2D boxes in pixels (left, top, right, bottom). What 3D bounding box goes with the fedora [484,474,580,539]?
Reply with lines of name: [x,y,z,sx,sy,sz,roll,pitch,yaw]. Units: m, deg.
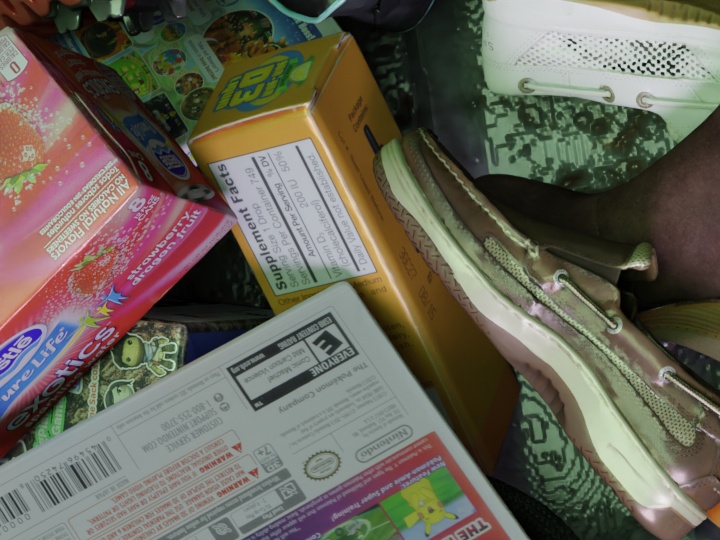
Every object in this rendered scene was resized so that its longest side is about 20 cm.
fedora: [0.023,0.182,1.210,0.200,0.092,0.201,1,63,-2]

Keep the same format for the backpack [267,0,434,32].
backpack: [-0.023,-0.218,1.285,0.200,0.153,0.176,33,107,17]

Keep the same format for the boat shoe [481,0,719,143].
boat shoe: [0.149,-0.088,1.268,0.200,0.071,0.069,11,117,14]

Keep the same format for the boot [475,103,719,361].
boot: [0.147,-0.043,1.234,0.200,0.072,0.167,23,126,7]

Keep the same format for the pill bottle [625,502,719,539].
pill bottle: [0.137,0.180,1.248,0.106,0.106,0.200,31,101,19]

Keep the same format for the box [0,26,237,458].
box: [-0.162,0.008,1.200,0.200,0.100,0.096,-44,70,10]

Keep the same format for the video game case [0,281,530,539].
video game case: [-0.041,0.121,1.173,0.200,0.023,0.182,-28,67,-18]

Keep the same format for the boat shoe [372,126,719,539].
boat shoe: [0.091,0.012,1.211,0.075,0.075,0.202,-40,85,8]

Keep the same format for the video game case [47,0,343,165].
video game case: [-0.115,-0.087,1.321,0.200,0.018,0.143,-29,49,-5]

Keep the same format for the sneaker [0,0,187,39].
sneaker: [-0.161,-0.138,1.280,0.200,0.071,0.098,-13,85,34]

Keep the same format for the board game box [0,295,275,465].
board game box: [-0.138,0.058,1.330,0.200,0.159,0.097,7,93,23]

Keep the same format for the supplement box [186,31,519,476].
supplement box: [0.000,0.000,1.272,0.069,0.067,0.200,-11,120,24]
